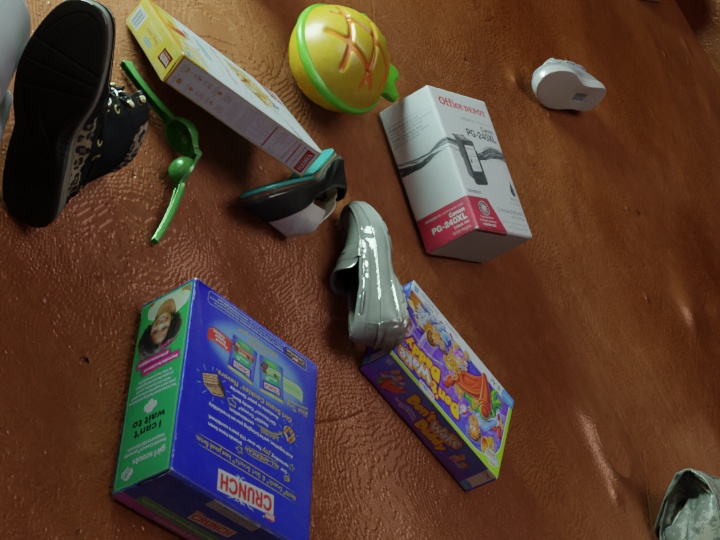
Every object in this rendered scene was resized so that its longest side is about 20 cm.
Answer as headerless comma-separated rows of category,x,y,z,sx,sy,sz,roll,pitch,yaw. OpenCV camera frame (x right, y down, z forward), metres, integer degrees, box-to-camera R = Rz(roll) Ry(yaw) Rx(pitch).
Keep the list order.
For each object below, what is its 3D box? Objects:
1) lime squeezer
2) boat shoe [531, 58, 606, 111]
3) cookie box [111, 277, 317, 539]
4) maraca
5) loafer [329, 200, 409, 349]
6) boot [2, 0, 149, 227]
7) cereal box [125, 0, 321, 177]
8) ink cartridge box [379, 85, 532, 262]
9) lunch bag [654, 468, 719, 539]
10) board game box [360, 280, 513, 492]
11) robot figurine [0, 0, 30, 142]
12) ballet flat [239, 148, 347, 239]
lime squeezer,-0.185,-0.115,1.429,0.070,0.038,0.202,18,53,-50
boat shoe,0.319,-0.303,2.315,0.199,0.072,0.069,-3,47,-50
cookie box,-0.122,0.138,1.287,0.171,0.075,0.201,39,38,-35
maraca,-0.013,-0.249,1.724,0.199,0.106,0.138,-15,86,-59
loafer,0.000,0.000,1.586,0.069,0.070,0.201,1,43,-17
boot,-0.232,-0.150,1.258,0.073,0.205,0.154,26,26,9
cereal box,-0.139,-0.187,1.497,0.199,0.040,0.144,33,14,-40
ink cartridge box,0.121,-0.121,1.848,0.145,0.083,0.202,6,62,-55
lunch bag,0.481,0.372,1.973,0.163,0.117,0.202,22,54,-46
board game box,0.090,0.129,1.642,0.200,0.045,0.135,50,33,-21
robot figurine,-0.334,-0.174,1.176,0.170,0.112,0.201,57,28,-36
ballet flat,-0.060,-0.077,1.563,0.200,0.067,0.069,-36,109,-59
